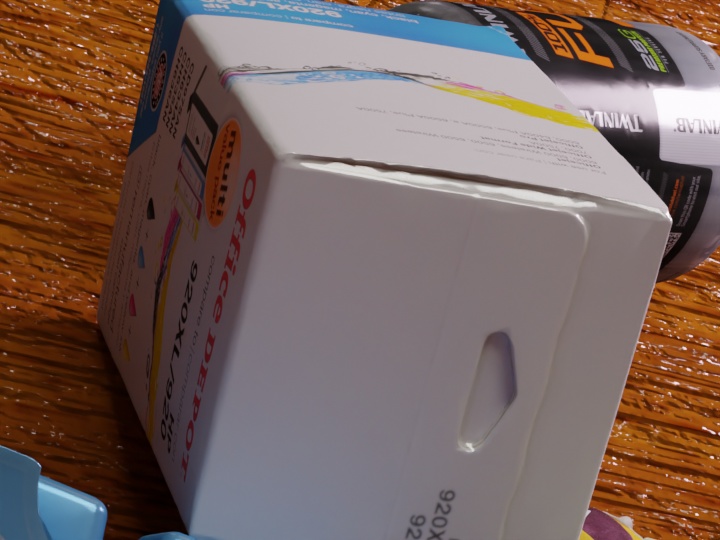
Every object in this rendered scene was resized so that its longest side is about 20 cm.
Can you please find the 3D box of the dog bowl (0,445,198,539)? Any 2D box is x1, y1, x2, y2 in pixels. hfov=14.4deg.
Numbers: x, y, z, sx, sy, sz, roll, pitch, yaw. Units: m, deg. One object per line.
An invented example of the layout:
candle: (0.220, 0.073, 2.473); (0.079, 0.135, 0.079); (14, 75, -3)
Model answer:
dog bowl: (-0.083, 0.100, 0.911); (0.200, 0.050, 0.111); (23, -11, -9)

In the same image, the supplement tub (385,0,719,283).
supplement tub: (0.067, -0.056, 1.267); (0.200, 0.123, 0.123); (2, 38, -40)

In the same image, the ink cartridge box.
ink cartridge box: (0.000, 0.000, 1.032); (0.144, 0.147, 0.200); (7, 20, -18)

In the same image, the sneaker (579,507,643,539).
sneaker: (0.125, 0.155, 1.023); (0.090, 0.075, 0.200); (-8, 46, -40)

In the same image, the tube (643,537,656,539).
tube: (0.086, 0.162, 0.928); (0.058, 0.052, 0.200); (34, 52, 2)
